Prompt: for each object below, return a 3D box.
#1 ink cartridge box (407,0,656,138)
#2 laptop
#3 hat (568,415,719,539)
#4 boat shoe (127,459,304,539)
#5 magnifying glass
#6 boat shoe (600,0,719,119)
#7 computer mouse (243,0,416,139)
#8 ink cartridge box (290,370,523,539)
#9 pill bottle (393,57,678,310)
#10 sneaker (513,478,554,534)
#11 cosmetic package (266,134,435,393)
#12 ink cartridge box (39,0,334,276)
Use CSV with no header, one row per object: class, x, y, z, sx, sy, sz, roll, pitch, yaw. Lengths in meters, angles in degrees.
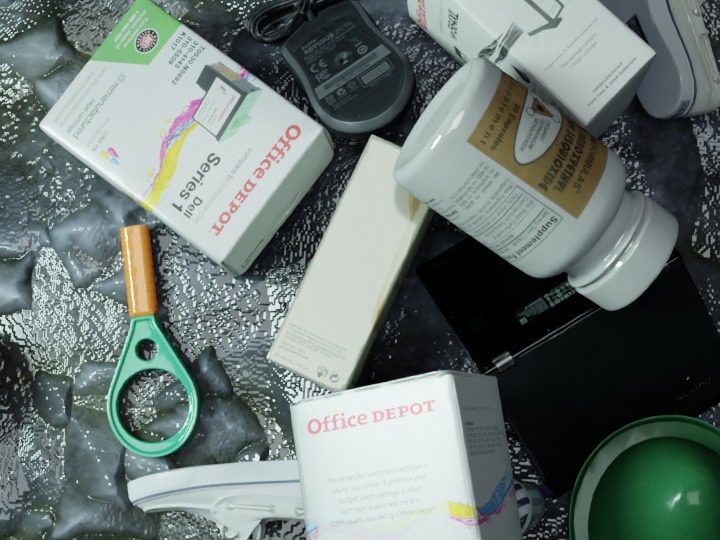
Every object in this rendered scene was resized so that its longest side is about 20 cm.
ink cartridge box,0.132,-0.195,1.005,0.200,0.146,0.084,44,87,9
laptop,0.182,0.047,1.036,0.187,0.116,0.200,-31,52,-1
hat,0.255,0.187,0.917,0.165,0.176,0.200,8,86,0
boat shoe,-0.091,0.191,1.004,0.200,0.074,0.065,-5,77,5
magnifying glass,-0.184,0.061,1.057,0.079,0.022,0.200,-8,81,3
boat shoe,0.257,-0.221,1.045,0.070,0.071,0.200,-4,67,-29
computer mouse,-0.008,-0.179,1.046,0.138,0.053,0.200,-29,53,4
ink cartridge box,0.039,0.186,0.915,0.147,0.086,0.200,-14,76,29
pill bottle,0.135,-0.060,0.927,0.200,0.114,0.114,34,85,-11
sneaker,0.067,0.231,0.994,0.200,0.087,0.075,-33,68,24
cosmetic package,0.000,0.000,1.010,0.071,0.105,0.200,25,86,5
ink cartridge box,-0.144,-0.113,1.046,0.200,0.084,0.145,37,86,8
